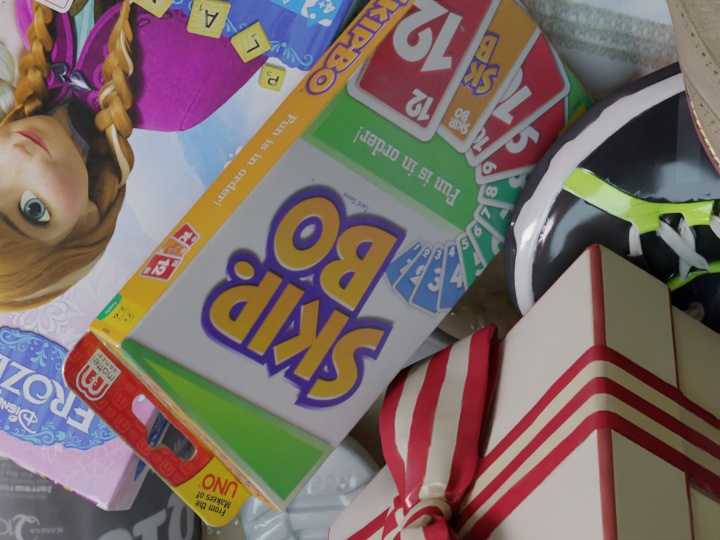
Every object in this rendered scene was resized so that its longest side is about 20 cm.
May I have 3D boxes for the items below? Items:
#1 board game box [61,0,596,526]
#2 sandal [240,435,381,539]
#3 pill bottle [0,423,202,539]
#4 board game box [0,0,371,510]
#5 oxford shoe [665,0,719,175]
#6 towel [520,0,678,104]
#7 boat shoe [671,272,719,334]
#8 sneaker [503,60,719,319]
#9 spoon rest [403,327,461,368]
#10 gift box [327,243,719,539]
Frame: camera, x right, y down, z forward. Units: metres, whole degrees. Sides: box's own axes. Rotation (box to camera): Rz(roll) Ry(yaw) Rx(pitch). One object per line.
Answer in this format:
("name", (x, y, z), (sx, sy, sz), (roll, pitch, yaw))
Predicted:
("board game box", (-0.006, -0.011, 0.801), (0.200, 0.030, 0.096), (-48, 125, -10))
("sandal", (0.006, 0.146, 0.969), (0.082, 0.050, 0.204), (-16, 115, -2))
("pill bottle", (-0.117, 0.104, 0.928), (0.113, 0.114, 0.201), (4, 117, 7))
("board game box", (-0.127, -0.050, 0.823), (0.199, 0.041, 0.200), (25, 89, 8))
("oxford shoe", (0.128, -0.077, 0.748), (0.070, 0.075, 0.201), (-27, 85, 9))
("towel", (0.079, -0.123, 0.837), (0.148, 0.031, 0.201), (16, 120, 3))
("boat shoe", (0.121, 0.039, 0.885), (0.199, 0.075, 0.093), (-26, 111, 12))
("sneaker", (0.140, -0.035, 0.805), (0.200, 0.083, 0.072), (-35, 135, 5))
("spoon rest", (0.000, 0.000, 0.879), (0.199, 0.061, 0.099), (13, 154, 0))
("gift box", (0.076, 0.134, 0.790), (0.186, 0.185, 0.200), (32, 116, -18))
